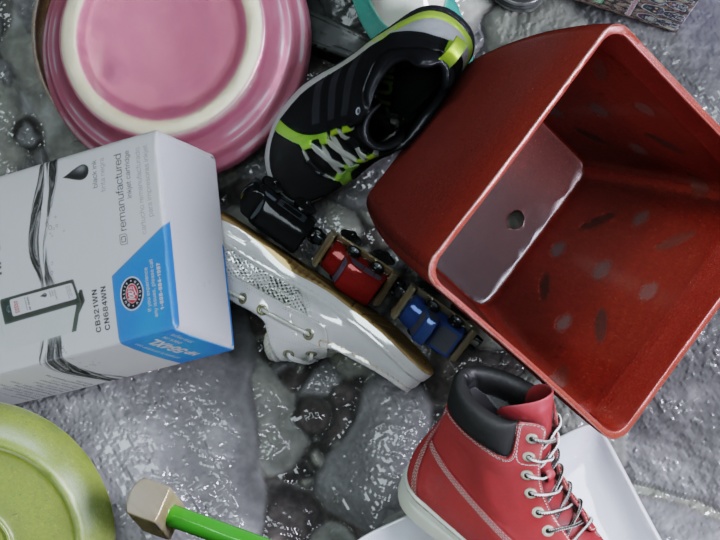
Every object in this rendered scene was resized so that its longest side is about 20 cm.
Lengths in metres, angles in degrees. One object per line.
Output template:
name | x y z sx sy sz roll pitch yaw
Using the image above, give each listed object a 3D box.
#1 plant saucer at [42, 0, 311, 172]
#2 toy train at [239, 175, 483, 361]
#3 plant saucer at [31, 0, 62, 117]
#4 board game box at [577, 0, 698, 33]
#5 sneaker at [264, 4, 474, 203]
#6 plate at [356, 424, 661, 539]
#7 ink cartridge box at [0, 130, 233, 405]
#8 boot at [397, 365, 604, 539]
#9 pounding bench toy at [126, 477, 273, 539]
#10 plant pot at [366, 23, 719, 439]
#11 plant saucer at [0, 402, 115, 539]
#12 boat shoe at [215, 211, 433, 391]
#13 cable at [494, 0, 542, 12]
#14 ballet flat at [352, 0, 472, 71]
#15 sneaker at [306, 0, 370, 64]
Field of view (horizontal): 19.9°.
plant saucer | -0.137 -0.166 1.474 0.200 0.051 0.201 -1 85 10
toy train | 0.000 0.000 1.437 0.200 0.046 0.034 34 114 -2
plant saucer | -0.143 -0.178 1.520 0.200 0.037 0.201 -1 84 11
board game box | 0.163 -0.283 1.464 0.200 0.097 0.160 19 79 0
sneaker | -0.002 -0.106 1.404 0.072 0.083 0.200 37 123 -16
plate | 0.119 0.233 1.383 0.199 0.032 0.200 -26 74 -6
ink cartridge box | -0.199 0.002 1.437 0.200 0.084 0.146 -15 73 24
boot | 0.126 0.152 1.313 0.200 0.144 0.072 36 45 12
pounding bench toy | -0.072 0.231 1.372 0.156 0.124 0.200 -8 75 6
plant pot | 0.122 -0.041 1.366 0.200 0.200 0.176 -52 30 -6
plant saucer | -0.269 0.190 1.417 0.200 0.031 0.200 0 92 -10
boat shoe | -0.042 0.036 1.450 0.200 0.071 0.069 34 92 16
cable | 0.067 -0.273 1.534 0.200 0.050 0.097 39 69 3
ballet flat | 0.018 -0.219 1.442 0.067 0.070 0.200 -24 71 -5
sneaker | 0.024 -0.192 1.498 0.200 0.060 0.104 24 85 17
